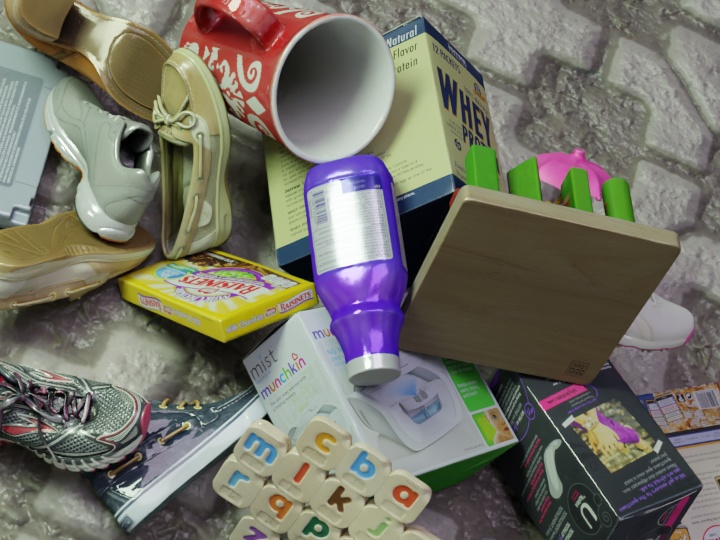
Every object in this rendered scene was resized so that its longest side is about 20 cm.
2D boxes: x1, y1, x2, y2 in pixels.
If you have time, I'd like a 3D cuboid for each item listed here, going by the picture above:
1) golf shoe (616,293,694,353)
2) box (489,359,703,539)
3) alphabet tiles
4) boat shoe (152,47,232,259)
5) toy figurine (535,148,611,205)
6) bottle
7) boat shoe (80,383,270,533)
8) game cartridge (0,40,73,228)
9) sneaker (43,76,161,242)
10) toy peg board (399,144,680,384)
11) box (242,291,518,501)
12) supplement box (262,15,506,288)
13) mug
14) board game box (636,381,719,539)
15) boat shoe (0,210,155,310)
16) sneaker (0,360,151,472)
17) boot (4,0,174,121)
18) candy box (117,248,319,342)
[{"bbox_3d":[0.241,0.019,1.465,0.199,0.092,0.075,14,28,-16],"label":"golf shoe"},{"bbox_3d":[0.211,0.176,1.445,0.106,0.123,0.200,-14,54,-27],"label":"box"},{"bbox_3d":[-0.029,0.212,1.313,0.200,0.196,0.015,34,39,1],"label":"alphabet tiles"},{"bbox_3d":[-0.166,-0.108,1.436,0.063,0.202,0.073,-23,37,-34],"label":"boat shoe"},{"bbox_3d":[0.193,-0.034,1.548,0.149,0.184,0.201,1,61,-21],"label":"toy figurine"},{"bbox_3d":[0.000,0.000,1.342,0.083,0.065,0.201,-13,68,11],"label":"bottle"},{"bbox_3d":[-0.162,0.141,1.373,0.200,0.071,0.091,-38,83,-32],"label":"boat shoe"},{"bbox_3d":[-0.366,-0.138,1.484,0.133,0.040,0.201,19,56,-14],"label":"game cartridge"},{"bbox_3d":[-0.236,-0.124,1.452,0.076,0.092,0.201,16,38,-47],"label":"sneaker"},{"bbox_3d":[0.150,-0.010,1.363,0.199,0.200,0.098,12,46,-12],"label":"toy peg board"},{"bbox_3d":[0.019,0.122,1.406,0.199,0.097,0.177,-8,65,-48],"label":"box"},{"bbox_3d":[0.024,-0.101,1.493,0.134,0.199,0.201,34,40,-52],"label":"supplement box"},{"bbox_3d":[-0.082,-0.207,1.414,0.133,0.178,0.200,-29,32,-23],"label":"mug"},{"bbox_3d":[0.327,0.219,1.533,0.151,0.046,0.201,-5,63,-24],"label":"board game box"},{"bbox_3d":[-0.278,-0.006,1.417,0.074,0.069,0.200,41,30,27],"label":"boat shoe"},{"bbox_3d":[-0.278,0.120,1.302,0.199,0.075,0.081,4,57,7],"label":"sneaker"},{"bbox_3d":[-0.261,-0.212,1.491,0.199,0.155,0.077,27,87,-19],"label":"boot"},{"bbox_3d":[-0.135,0.019,1.403,0.102,0.200,0.027,-25,114,-30],"label":"candy box"}]
